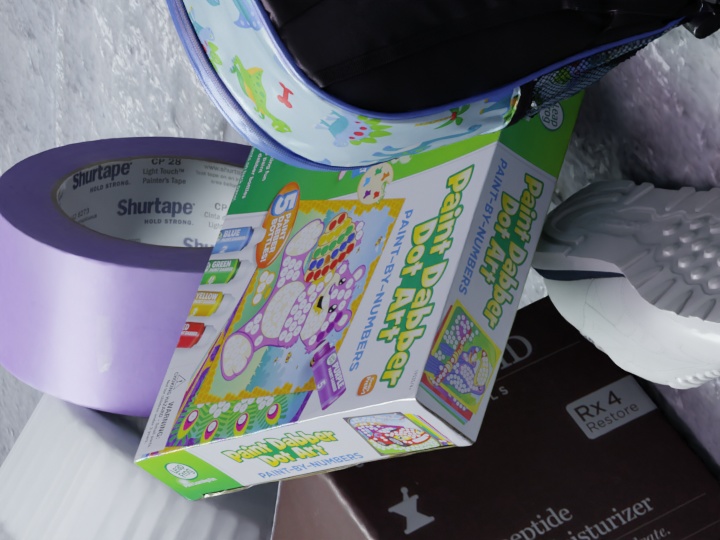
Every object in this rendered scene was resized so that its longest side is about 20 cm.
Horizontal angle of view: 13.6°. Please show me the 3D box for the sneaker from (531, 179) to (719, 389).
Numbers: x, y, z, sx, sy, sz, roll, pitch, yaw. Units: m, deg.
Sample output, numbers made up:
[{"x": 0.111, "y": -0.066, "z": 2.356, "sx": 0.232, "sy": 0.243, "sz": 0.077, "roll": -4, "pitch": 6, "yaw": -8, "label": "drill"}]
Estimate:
[{"x": 0.147, "y": 0.014, "z": 1.301, "sx": 0.081, "sy": 0.076, "sz": 0.200, "roll": 63, "pitch": 163, "yaw": -21, "label": "sneaker"}]

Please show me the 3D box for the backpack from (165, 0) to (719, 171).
[{"x": 0.015, "y": -0.136, "z": 1.255, "sx": 0.183, "sy": 0.200, "sz": 0.147, "roll": 64, "pitch": 153, "yaw": 3, "label": "backpack"}]

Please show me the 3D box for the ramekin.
[{"x": -0.100, "y": 0.131, "z": 1.600, "sx": 0.200, "sy": 0.200, "sz": 0.098, "roll": 39, "pitch": 107, "yaw": 47, "label": "ramekin"}]

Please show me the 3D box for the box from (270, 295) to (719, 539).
[{"x": 0.076, "y": 0.155, "z": 1.441, "sx": 0.200, "sy": 0.166, "sz": 0.164, "roll": 52, "pitch": 154, "yaw": 27, "label": "box"}]

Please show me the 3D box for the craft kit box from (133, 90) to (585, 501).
[{"x": 0.000, "y": 0.000, "z": 1.379, "sx": 0.197, "sy": 0.200, "sz": 0.048, "roll": -14, "pitch": 138, "yaw": 44, "label": "craft kit box"}]

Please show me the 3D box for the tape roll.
[{"x": -0.098, "y": 0.001, "z": 1.607, "sx": 0.200, "sy": 0.199, "sz": 0.085, "roll": 34, "pitch": 127, "yaw": 50, "label": "tape roll"}]
